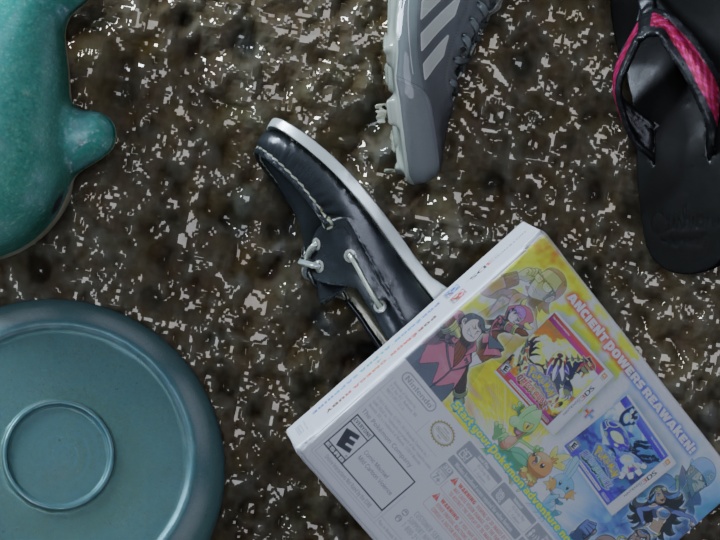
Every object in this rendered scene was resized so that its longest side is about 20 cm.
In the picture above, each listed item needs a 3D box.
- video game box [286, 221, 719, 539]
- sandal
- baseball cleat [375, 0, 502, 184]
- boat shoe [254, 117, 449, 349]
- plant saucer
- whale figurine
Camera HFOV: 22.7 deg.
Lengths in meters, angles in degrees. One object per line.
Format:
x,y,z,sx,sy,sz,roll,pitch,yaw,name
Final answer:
0.088,0.106,1.016,0.182,0.047,0.200,-40,107,0,video game box
0.180,-0.099,1.040,0.075,0.045,0.202,-9,86,39,sandal
0.060,-0.152,1.056,0.105,0.070,0.202,-2,86,2,baseball cleat
0.000,0.000,1.043,0.060,0.076,0.200,-42,85,-8,boat shoe
-0.174,0.108,1.027,0.198,0.027,0.202,5,70,-12,plant saucer
-0.218,-0.105,1.042,0.158,0.104,0.201,22,86,3,whale figurine
